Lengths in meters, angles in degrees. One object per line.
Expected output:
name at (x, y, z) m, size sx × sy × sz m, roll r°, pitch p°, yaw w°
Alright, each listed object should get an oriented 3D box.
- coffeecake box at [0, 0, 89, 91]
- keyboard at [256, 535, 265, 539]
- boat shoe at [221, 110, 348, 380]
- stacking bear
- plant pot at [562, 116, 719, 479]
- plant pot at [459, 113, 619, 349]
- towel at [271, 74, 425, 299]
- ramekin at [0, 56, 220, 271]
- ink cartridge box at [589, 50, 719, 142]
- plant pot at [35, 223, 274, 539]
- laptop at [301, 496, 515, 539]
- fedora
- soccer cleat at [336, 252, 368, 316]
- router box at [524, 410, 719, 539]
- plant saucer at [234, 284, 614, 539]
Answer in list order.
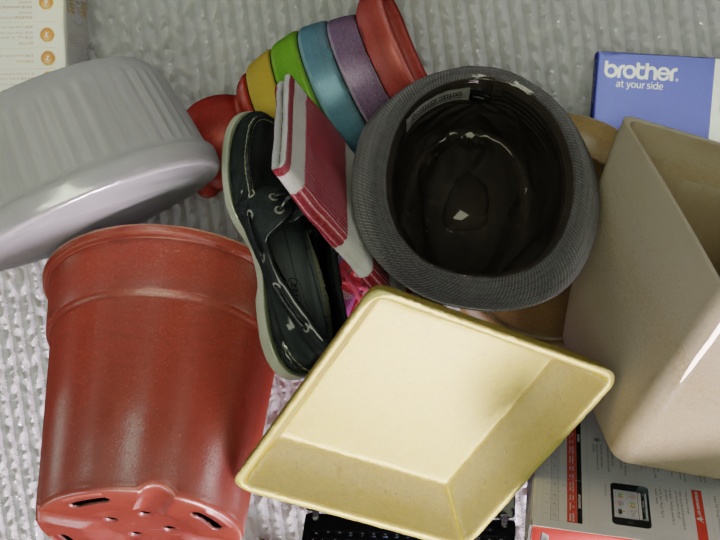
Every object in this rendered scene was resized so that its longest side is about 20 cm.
coffeecake box at (-0.301, -0.144, 1.137) m, size 0.153 × 0.073 × 0.201 m, roll -1°, pitch 94°, yaw 5°
keyboard at (-0.061, 0.299, 1.175) m, size 0.199 × 0.021 × 0.128 m, roll 25°, pitch 103°, yaw 3°
boat shoe at (-0.047, -0.025, 1.009) m, size 0.066 × 0.074 × 0.200 m, roll -19°, pitch 75°, yaw 46°
stacking bear at (-0.051, -0.127, 1.098) m, size 0.199 × 0.114 × 0.122 m, roll -24°, pitch 92°, yaw 12°
plant pot at (0.254, 0.038, 0.994) m, size 0.199 × 0.200 × 0.177 m, roll 13°, pitch 125°, yaw -23°
plant pot at (0.149, -0.022, 1.095) m, size 0.199 × 0.027 × 0.201 m, roll 5°, pitch 108°, yaw 15°
towel at (-0.001, -0.034, 1.006) m, size 0.023 × 0.144 × 0.200 m, roll -31°, pitch 119°, yaw 16°
ramekin at (-0.209, -0.078, 1.012) m, size 0.202 × 0.202 × 0.095 m, roll -23°, pitch 87°, yaw 8°
ink cartridge box at (0.278, -0.116, 1.089) m, size 0.199 × 0.044 × 0.095 m, roll 4°, pitch 94°, yaw 7°
plant pot at (-0.150, 0.102, 1.039) m, size 0.200 × 0.201 × 0.196 m, roll -1°, pitch 59°, yaw 6°
laptop at (0.035, 0.190, 1.111) m, size 0.176 × 0.201 × 0.104 m, roll 1°, pitch 133°, yaw 7°
fedora at (0.079, -0.046, 1.013) m, size 0.176 × 0.090 × 0.201 m, roll 2°, pitch 66°, yaw -4°
soccer cleat at (0.000, 0.000, 1.114) m, size 0.066 × 0.076 × 0.201 m, roll 28°, pitch 97°, yaw 3°
router box at (0.213, 0.166, 1.040) m, size 0.179 × 0.200 × 0.049 m, roll 7°, pitch 114°, yaw 6°
plant saucer at (0.040, 0.095, 0.975) m, size 0.199 × 0.049 × 0.200 m, roll 20°, pitch 125°, yaw -25°
